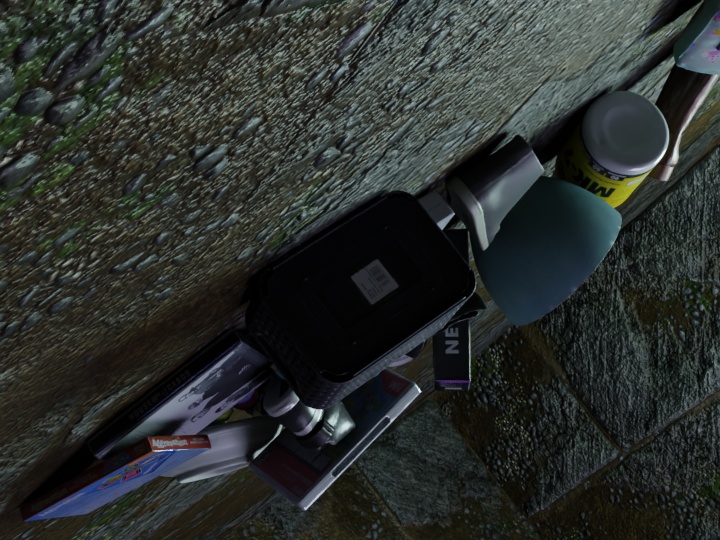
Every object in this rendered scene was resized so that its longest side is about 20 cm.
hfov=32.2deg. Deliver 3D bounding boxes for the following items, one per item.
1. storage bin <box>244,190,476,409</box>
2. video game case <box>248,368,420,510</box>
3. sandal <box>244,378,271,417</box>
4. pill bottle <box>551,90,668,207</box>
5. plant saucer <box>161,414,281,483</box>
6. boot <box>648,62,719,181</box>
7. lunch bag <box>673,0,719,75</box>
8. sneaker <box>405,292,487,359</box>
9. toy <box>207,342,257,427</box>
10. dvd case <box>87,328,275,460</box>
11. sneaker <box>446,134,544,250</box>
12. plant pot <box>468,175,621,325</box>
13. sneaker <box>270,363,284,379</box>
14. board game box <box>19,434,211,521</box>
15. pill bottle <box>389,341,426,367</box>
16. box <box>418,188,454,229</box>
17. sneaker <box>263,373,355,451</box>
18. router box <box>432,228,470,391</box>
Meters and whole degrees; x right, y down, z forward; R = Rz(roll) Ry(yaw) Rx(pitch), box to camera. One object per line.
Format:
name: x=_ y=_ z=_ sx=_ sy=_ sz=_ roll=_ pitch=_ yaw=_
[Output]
storage bin: x=-0.001 y=0.029 z=1.254 sx=0.200 sy=0.135 sz=0.094 roll=-33 pitch=169 yaw=-24
video game case: x=-0.034 y=0.193 z=1.516 sx=0.200 sy=0.017 sz=0.143 roll=-44 pitch=-152 yaw=-15
sandal: x=-0.101 y=0.140 z=1.621 sx=0.057 sy=0.080 sz=0.201 roll=-52 pitch=-174 yaw=-34
pill bottle: x=0.326 y=-0.148 z=1.669 sx=0.114 sy=0.114 sz=0.200 roll=-35 pitch=169 yaw=-16
plant saucer: x=-0.186 y=0.232 z=1.578 sx=0.200 sy=0.050 sz=0.200 roll=-15 pitch=169 yaw=-3
boot: x=0.424 y=-0.246 z=1.715 sx=0.064 sy=0.187 sz=0.200 roll=9 pitch=116 yaw=-20
lunch bag: x=0.468 y=-0.309 z=1.437 sx=0.200 sy=0.122 sz=0.170 roll=-28 pitch=171 yaw=-10
sneaker: x=0.030 y=0.056 z=1.349 sx=0.200 sy=0.104 sz=0.060 roll=-34 pitch=170 yaw=-22
toy: x=-0.161 y=0.158 z=1.526 sx=0.115 sy=0.047 sz=0.200 roll=-33 pitch=169 yaw=-28
dvd case: x=-0.190 y=0.147 z=1.381 sx=0.200 sy=0.025 sz=0.150 roll=-37 pitch=161 yaw=2
sneaker: x=0.166 y=-0.089 z=1.480 sx=0.106 sy=0.075 sz=0.200 roll=-35 pitch=169 yaw=-1
plant pot: x=0.220 y=-0.047 z=1.622 sx=0.200 sy=0.135 sz=0.200 roll=-46 pitch=-169 yaw=11
sneaker: x=-0.013 y=0.090 z=1.416 sx=0.200 sy=0.080 sz=0.071 roll=-25 pitch=165 yaw=-44
board game box: x=-0.271 y=0.229 z=1.376 sx=0.200 sy=0.019 sz=0.103 roll=-30 pitch=162 yaw=25
pill bottle: x=0.035 y=0.064 z=1.601 sx=0.114 sy=0.114 sz=0.200 roll=-37 pitch=170 yaw=-5
box: x=0.000 y=0.000 z=1.407 sx=0.200 sy=0.041 sz=0.156 roll=-32 pitch=169 yaw=-25
sneaker: x=-0.050 y=0.141 z=1.481 sx=0.073 sy=0.112 sz=0.200 roll=-30 pitch=-160 yaw=26
router box: x=0.121 y=0.056 z=1.662 sx=0.051 sy=0.201 sz=0.149 roll=-1 pitch=170 yaw=4
